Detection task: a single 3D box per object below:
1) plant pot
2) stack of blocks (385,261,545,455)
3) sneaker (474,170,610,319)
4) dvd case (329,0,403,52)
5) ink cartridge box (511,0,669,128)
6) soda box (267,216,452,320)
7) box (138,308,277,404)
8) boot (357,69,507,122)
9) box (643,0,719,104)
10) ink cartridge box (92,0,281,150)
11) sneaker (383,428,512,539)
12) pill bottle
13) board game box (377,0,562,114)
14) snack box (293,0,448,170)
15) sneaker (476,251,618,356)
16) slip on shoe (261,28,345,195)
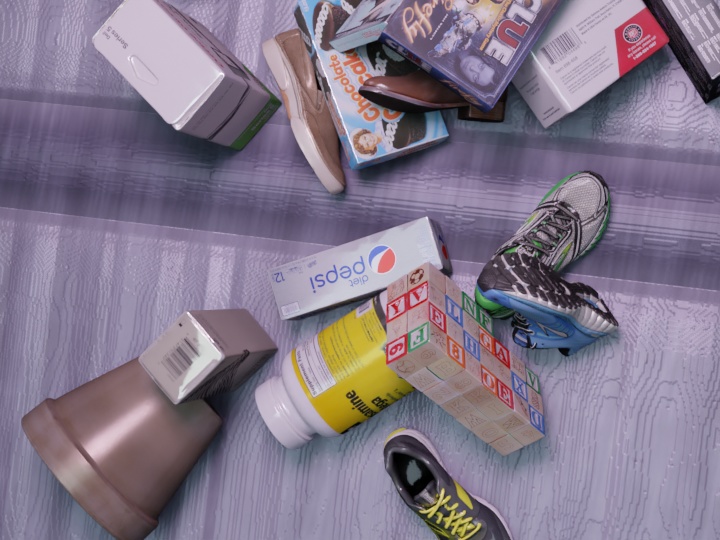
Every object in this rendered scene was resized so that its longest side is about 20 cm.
[{"bbox_3d":[-0.259,0.189,1.419,0.173,0.200,0.200,-40,80,-8],"label":"plant pot"},{"bbox_3d":[0.113,0.097,1.316,0.058,0.115,0.200,-31,125,28],"label":"stack of blocks"},{"bbox_3d":[0.202,-0.024,1.349,0.078,0.085,0.200,39,97,11],"label":"sneaker"},{"bbox_3d":[0.059,-0.323,1.334,0.022,0.146,0.200,42,75,-20],"label":"dvd case"},{"bbox_3d":[0.207,-0.279,1.315,0.144,0.084,0.200,-36,91,-13],"label":"ink cartridge box"},{"bbox_3d":[0.000,0.000,1.406,0.199,0.068,0.064,-18,83,12],"label":"soda box"},{"bbox_3d":[-0.166,0.093,1.377,0.082,0.200,0.068,-44,80,10],"label":"box"},{"bbox_3d":[0.090,-0.273,1.358,0.186,0.064,0.201,5,91,-27],"label":"boot"},{"bbox_3d":[0.330,-0.280,1.285,0.043,0.160,0.200,-31,81,11],"label":"box"},{"bbox_3d":[-0.192,-0.223,1.389,0.146,0.200,0.084,45,99,10],"label":"ink cartridge box"},{"bbox_3d":[0.090,0.266,1.371,0.200,0.085,0.074,45,100,10],"label":"sneaker"},{"bbox_3d":[-0.015,0.117,1.385,0.200,0.112,0.113,-33,82,11],"label":"pill bottle"},{"bbox_3d":[0.128,-0.279,1.241,0.135,0.035,0.200,33,82,-4],"label":"board game box"},{"bbox_3d":[0.011,-0.225,1.399,0.116,0.037,0.201,-19,84,-16],"label":"snack box"},{"bbox_3d":[0.190,0.050,1.307,0.090,0.200,0.078,-47,43,21],"label":"sneaker"},{"bbox_3d":[-0.051,-0.187,1.424,0.060,0.076,0.201,-23,77,7],"label":"slip on shoe"}]
